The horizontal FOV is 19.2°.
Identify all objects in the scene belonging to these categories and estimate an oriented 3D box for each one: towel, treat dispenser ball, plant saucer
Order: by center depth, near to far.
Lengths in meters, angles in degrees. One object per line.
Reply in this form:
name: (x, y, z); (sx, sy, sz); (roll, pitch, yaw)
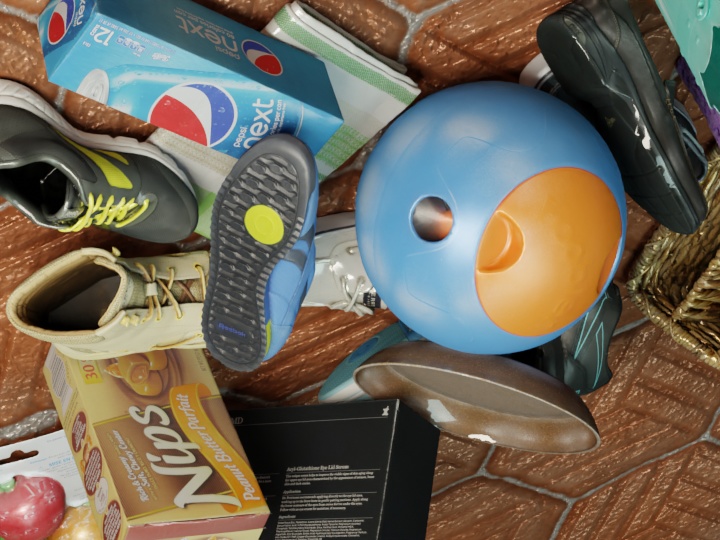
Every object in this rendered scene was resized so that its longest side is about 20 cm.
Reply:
towel: (-0.072, -0.103, 1.537); (0.200, 0.031, 0.149); (-39, 139, 21)
treat dispenser ball: (0.095, -0.039, 1.562); (0.200, 0.201, 0.201); (-16, 143, -13)
plant saucer: (0.094, 0.097, 1.658); (0.200, 0.032, 0.200); (16, 164, 5)

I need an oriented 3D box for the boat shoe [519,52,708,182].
boat shoe: (0.202, -0.114, 1.645); (0.072, 0.068, 0.200); (-42, 140, 20)

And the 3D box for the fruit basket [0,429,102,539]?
fruit basket: (-0.269, 0.208, 1.765); (0.185, 0.094, 0.200); (-17, 127, -12)

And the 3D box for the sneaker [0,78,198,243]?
sneaker: (-0.193, -0.053, 1.456); (0.200, 0.085, 0.074); (25, 123, -35)

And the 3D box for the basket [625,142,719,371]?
basket: (0.346, -0.002, 1.804); (0.149, 0.143, 0.200); (2, 135, -34)

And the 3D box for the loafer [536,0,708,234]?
loafer: (0.211, -0.119, 1.575); (0.072, 0.073, 0.200); (-39, 110, -22)

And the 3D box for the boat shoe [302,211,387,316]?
boat shoe: (0.000, 0.000, 1.663); (0.199, 0.070, 0.071); (-13, 142, -18)

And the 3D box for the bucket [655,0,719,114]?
bucket: (0.311, -0.211, 1.536); (0.207, 0.135, 0.207); (-17, 143, -13)

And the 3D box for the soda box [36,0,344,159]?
soda box: (-0.112, -0.132, 1.412); (0.200, 0.068, 0.064); (21, 124, -33)

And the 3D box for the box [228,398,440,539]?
box: (-0.045, 0.187, 1.734); (0.200, 0.142, 0.079); (-5, 156, 32)

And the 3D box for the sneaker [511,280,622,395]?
sneaker: (0.166, 0.008, 1.714); (0.079, 0.075, 0.201); (-3, 102, -19)

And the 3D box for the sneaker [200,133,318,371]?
sneaker: (-0.061, -0.023, 1.471); (0.078, 0.066, 0.200); (-47, 158, -47)

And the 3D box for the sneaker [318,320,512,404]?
sneaker: (0.074, 0.097, 1.773); (0.200, 0.080, 0.131); (-32, 105, 9)

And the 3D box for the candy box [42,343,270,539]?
candy box: (-0.158, 0.128, 1.616); (0.115, 0.200, 0.055); (-2, 137, -28)

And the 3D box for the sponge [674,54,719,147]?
sponge: (0.351, -0.127, 1.682); (0.199, 0.112, 0.030); (0, 138, -31)

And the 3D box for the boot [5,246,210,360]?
boot: (-0.145, 0.016, 1.532); (0.199, 0.073, 0.155); (-10, 171, 5)
